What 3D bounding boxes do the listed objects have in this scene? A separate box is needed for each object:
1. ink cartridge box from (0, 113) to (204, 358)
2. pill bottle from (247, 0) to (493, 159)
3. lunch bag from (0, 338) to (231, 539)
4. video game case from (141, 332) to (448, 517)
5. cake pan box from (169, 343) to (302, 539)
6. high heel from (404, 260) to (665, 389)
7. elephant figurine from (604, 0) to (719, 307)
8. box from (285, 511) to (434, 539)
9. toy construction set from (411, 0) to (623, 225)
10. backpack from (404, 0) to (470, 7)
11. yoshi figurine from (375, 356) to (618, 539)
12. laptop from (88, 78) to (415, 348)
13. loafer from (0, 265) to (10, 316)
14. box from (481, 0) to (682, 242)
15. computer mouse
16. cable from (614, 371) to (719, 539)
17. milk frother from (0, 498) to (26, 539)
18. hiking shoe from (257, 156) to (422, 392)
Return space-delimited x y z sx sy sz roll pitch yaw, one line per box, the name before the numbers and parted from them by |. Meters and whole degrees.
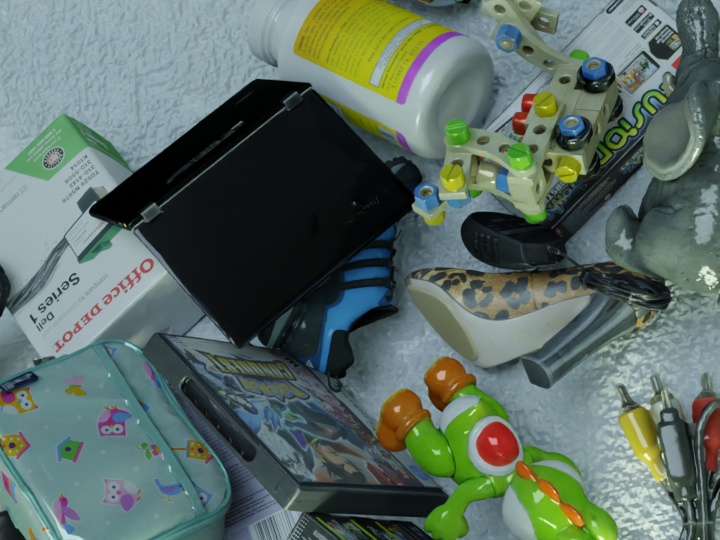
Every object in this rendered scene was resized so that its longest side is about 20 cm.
ink cartridge box | -0.236 -0.010 1.825 0.146 0.084 0.200 -43 59 6
pill bottle | 0.004 -0.173 1.758 0.200 0.104 0.104 28 85 30
lunch bag | -0.200 0.149 1.666 0.160 0.077 0.200 -24 61 -23
video game case | -0.047 0.118 1.622 0.181 0.200 0.026 44 108 31
cake pan box | -0.130 0.180 1.726 0.200 0.052 0.184 -29 64 14
high heel | 0.136 0.015 1.670 0.143 0.071 0.200 -35 38 -22
elephant figurine | 0.257 -0.090 1.556 0.155 0.141 0.200 20 106 29
box | 0.057 0.250 1.545 0.200 0.160 0.044 35 101 30
toy construction set | 0.124 -0.120 1.640 0.131 0.092 0.200 6 66 25
backpack | 0.045 -0.318 1.772 0.190 0.154 0.200 31 84 20
yoshi figurine | 0.108 0.161 1.592 0.200 0.112 0.112 40 108 29
laptop | -0.091 -0.052 1.719 0.187 0.116 0.200 -39 19 -13
loafer | -0.356 0.068 1.817 0.068 0.070 0.201 49 132 32
box | 0.183 -0.121 1.694 0.200 0.035 0.110 -45 60 5
computer mouse | 0.151 -0.001 1.604 0.200 0.059 0.034 27 115 45
cable | 0.248 0.169 1.568 0.097 0.050 0.200 -9 80 5
milk frother | -0.336 0.208 1.720 0.180 0.200 0.188 -33 63 27
hiking shoe | 0.000 0.000 1.720 0.087 0.074 0.200 36 71 0
